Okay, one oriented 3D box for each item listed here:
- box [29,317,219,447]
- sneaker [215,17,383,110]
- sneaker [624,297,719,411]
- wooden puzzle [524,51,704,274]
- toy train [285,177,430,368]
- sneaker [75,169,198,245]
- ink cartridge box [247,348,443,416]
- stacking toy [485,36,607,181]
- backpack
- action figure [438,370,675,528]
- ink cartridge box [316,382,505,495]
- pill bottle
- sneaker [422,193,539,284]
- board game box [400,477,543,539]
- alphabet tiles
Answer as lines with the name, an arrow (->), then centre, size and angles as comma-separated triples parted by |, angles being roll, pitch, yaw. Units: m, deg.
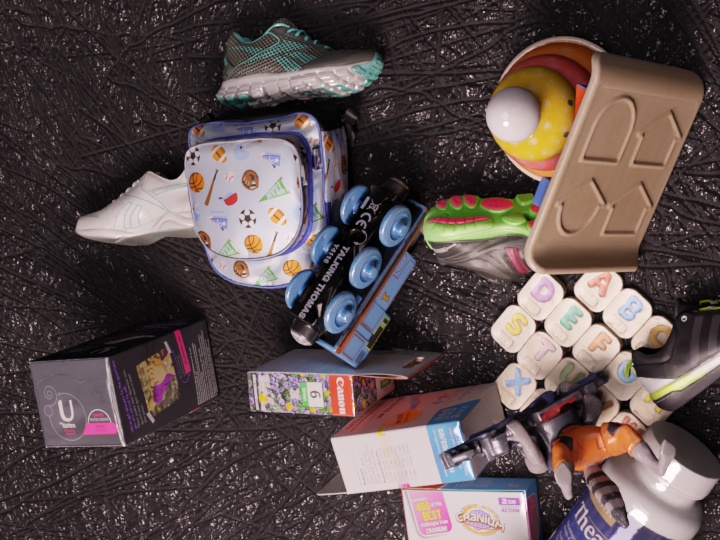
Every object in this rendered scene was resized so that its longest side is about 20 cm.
box -> -0.274, 0.131, 1.354 | 0.121, 0.199, 0.108 | -6, 97, 28
sneaker -> -0.071, -0.235, 1.253 | 0.197, 0.077, 0.093 | -4, 84, 20
sneaker -> 0.338, 0.054, 1.094 | 0.200, 0.072, 0.083 | -43, 77, 21
wooden puzzle -> 0.231, -0.099, 1.068 | 0.046, 0.184, 0.202 | 30, 112, 40
toy train -> 0.000, 0.000, 1.212 | 0.086, 0.114, 0.201 | 28, 82, 34
sneaker -> -0.261, -0.075, 1.390 | 0.198, 0.070, 0.081 | -7, 82, 25
ink cartridge box -> -0.015, 0.124, 1.272 | 0.198, 0.109, 0.051 | 0, 100, 27
stacking toy -> 0.166, -0.144, 1.074 | 0.144, 0.199, 0.148 | 6, 103, 26
backpack -> -0.099, -0.078, 1.259 | 0.197, 0.154, 0.193 | -1, 110, 24
action figure -> 0.186, 0.184, 1.115 | 0.198, 0.193, 0.106 | -23, 100, -10
ink cartridge box -> 0.048, 0.185, 1.245 | 0.198, 0.115, 0.069 | -13, 99, 29
pill bottle -> 0.272, 0.254, 1.149 | 0.111, 0.111, 0.201 | 37, 114, 16
sneaker -> 0.165, -0.030, 1.182 | 0.197, 0.077, 0.084 | 8, 139, 19
board game box -> 0.132, 0.334, 1.277 | 0.151, 0.040, 0.203 | -3, 98, 27
alphabet tiles -> 0.233, 0.098, 1.194 | 0.200, 0.015, 0.196 | 44, 116, 13
